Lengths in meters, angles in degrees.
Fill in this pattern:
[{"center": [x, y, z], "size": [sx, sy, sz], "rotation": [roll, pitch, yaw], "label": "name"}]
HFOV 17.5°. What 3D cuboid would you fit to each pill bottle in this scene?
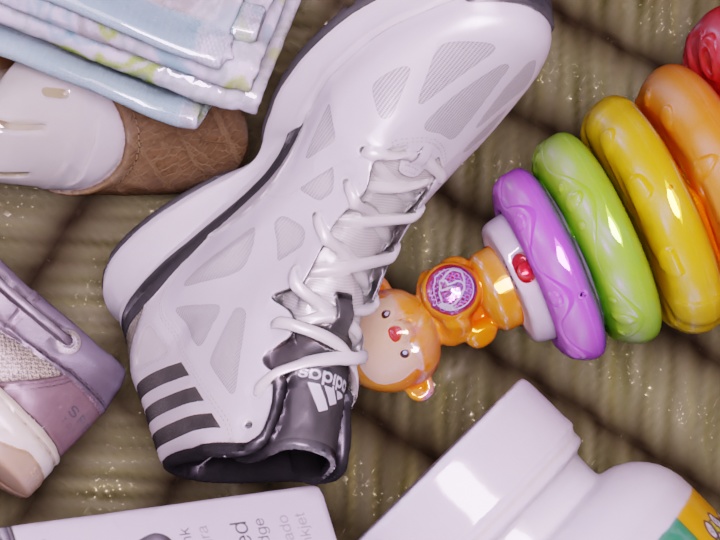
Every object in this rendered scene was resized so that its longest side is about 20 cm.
[{"center": [0.094, 0.135, 0.769], "size": [0.113, 0.113, 0.200], "rotation": [-44, 86, -8], "label": "pill bottle"}]

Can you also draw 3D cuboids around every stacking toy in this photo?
[{"center": [0.083, -0.012, 0.793], "size": [0.200, 0.110, 0.116], "rotation": [-24, 84, -3], "label": "stacking toy"}]

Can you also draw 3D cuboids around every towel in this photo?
[{"center": [-0.102, -0.148, 0.804], "size": [0.200, 0.048, 0.171], "rotation": [23, 55, 0], "label": "towel"}]

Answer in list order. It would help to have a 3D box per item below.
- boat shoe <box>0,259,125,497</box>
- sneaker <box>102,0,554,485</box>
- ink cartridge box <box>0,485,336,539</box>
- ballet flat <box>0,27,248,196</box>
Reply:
[{"center": [-0.162, -0.012, 0.799], "size": [0.065, 0.072, 0.200], "rotation": [-41, 79, -20], "label": "boat shoe"}, {"center": [0.000, 0.000, 0.747], "size": [0.200, 0.076, 0.116], "rotation": [-42, 48, 31], "label": "sneaker"}, {"center": [-0.094, 0.156, 0.716], "size": [0.200, 0.084, 0.145], "rotation": [-5, 65, -30], "label": "ink cartridge box"}, {"center": [-0.138, -0.069, 0.800], "size": [0.200, 0.072, 0.068], "rotation": [27, 120, 1], "label": "ballet flat"}]
